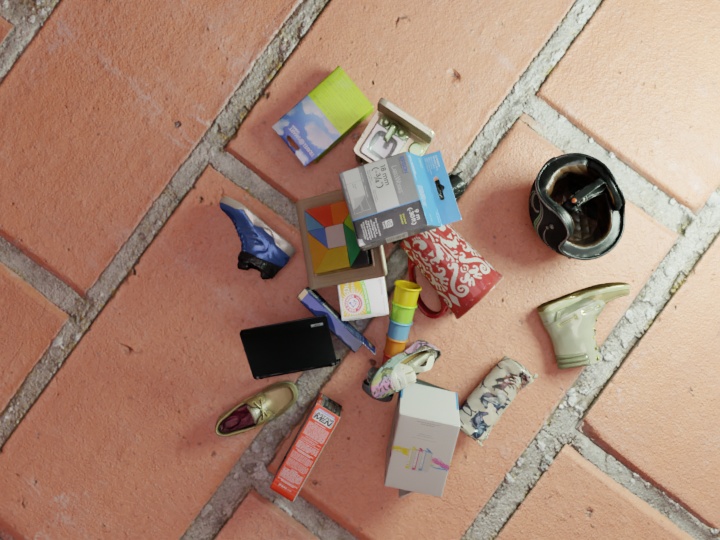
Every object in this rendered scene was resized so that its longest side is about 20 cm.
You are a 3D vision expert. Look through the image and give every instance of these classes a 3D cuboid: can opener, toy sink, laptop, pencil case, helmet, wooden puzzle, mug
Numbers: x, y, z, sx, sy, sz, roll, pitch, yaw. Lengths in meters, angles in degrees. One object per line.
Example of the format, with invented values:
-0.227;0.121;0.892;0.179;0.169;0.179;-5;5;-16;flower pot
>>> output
0.102;0.268;1.333;0.198;0.054;0.067;20;122;1;can opener
0.064;-0.250;1.254;0.129;0.200;0.113;32;90;0;toy sink
-0.139;0.160;1.259;0.175;0.200;0.105;-10;84;1;laptop
0.289;0.275;1.306;0.089;0.078;0.200;41;90;20;pencil case
0.444;-0.124;1.253;0.197;0.191;0.202;-11;57;17;helmet
-0.046;-0.066;1.215;0.198;0.037;0.188;-11;88;33;wooden puzzle
0.172;-0.002;1.288;0.177;0.133;0.200;-41;86;-1;mug

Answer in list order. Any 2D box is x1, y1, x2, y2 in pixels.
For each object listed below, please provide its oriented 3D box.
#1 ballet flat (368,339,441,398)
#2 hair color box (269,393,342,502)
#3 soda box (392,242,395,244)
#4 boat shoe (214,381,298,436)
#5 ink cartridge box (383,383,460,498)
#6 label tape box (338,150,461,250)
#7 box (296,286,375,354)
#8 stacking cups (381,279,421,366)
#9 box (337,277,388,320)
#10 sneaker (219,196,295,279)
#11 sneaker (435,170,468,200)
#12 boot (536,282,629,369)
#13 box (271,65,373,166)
0.101;0.204;1.263;0.071;0.199;0.070;6;115;42;ballet flat
-0.114;0.374;1.297;0.063;0.111;0.202;31;90;1;hair color box
0.080;-0.107;1.252;0.070;0.200;0.064;-34;87;1;soda box
-0.226;0.309;1.321;0.198;0.066;0.075;-31;89;1;boat shoe
0.123;0.359;1.263;0.123;0.129;0.203;11;111;2;ink cartridge box
0.073;-0.137;1.121;0.197;0.063;0.146;-17;82;4;label tape box
-0.049;0.113;1.292;0.200;0.121;0.032;42;91;1;box
0.078;0.124;1.301;0.060;0.061;0.203;14;106;1;stacking cups
0.000;0.000;1.297;0.100;0.112;0.203;-8;90;3;box
-0.249;-0.063;1.319;0.199;0.077;0.112;39;81;-5;sneaker
0.168;-0.167;1.264;0.104;0.200;0.060;-32;88;16;sneaker
0.498;0.118;1.309;0.198;0.072;0.157;-19;89;6;boot
-0.081;-0.333;1.333;0.200;0.048;0.122;-41;88;1;box
